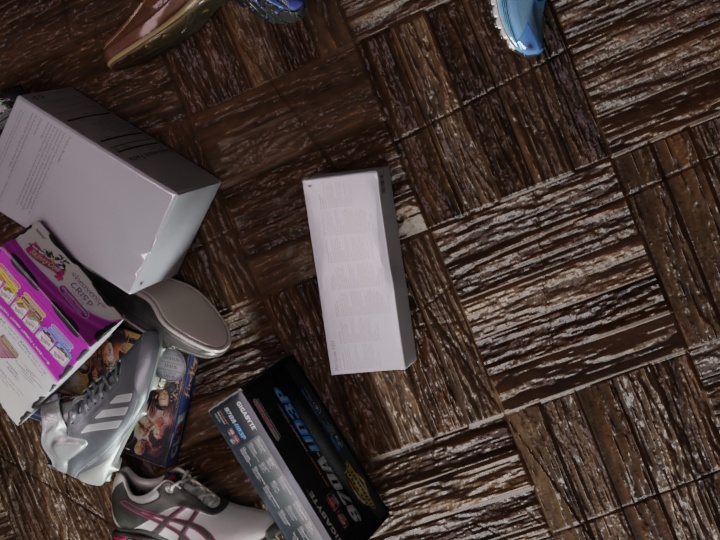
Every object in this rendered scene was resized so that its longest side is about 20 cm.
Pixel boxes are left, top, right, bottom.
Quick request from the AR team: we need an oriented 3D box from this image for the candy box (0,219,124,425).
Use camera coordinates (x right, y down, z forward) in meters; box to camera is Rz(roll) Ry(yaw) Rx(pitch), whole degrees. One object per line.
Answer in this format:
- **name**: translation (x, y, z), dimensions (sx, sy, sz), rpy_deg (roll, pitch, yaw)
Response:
- **candy box**: translation (-0.343, 0.057, 1.752), dimensions (0.137, 0.061, 0.200), rpy_deg (49, 136, 0)

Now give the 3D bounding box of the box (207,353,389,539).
- **box**: translation (-0.059, 0.195, 1.714), dimensions (0.046, 0.159, 0.201), rpy_deg (-32, 89, 20)

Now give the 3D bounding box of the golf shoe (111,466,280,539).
- **golf shoe**: translation (-0.179, 0.259, 1.806), dimensions (0.198, 0.077, 0.089), rpy_deg (-1, 107, 19)

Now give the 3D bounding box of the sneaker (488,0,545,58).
- **sneaker**: translation (0.167, -0.299, 1.585), dimensions (0.089, 0.078, 0.202), rpy_deg (3, 102, 14)

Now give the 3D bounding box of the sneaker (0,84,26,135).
- **sneaker**: translation (-0.394, -0.120, 1.795), dimensions (0.085, 0.078, 0.200), rpy_deg (49, 132, 9)

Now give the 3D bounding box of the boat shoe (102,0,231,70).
- **boat shoe**: translation (-0.184, -0.278, 1.714), dimensions (0.199, 0.072, 0.068), rpy_deg (-36, 83, 15)

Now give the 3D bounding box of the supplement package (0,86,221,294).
- **supplement package**: translation (-0.268, -0.085, 1.749), dimensions (0.199, 0.120, 0.122), rpy_deg (32, 108, 11)

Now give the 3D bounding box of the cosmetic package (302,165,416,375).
- **cosmetic package**: translation (0.000, 0.000, 1.713), dimensions (0.082, 0.051, 0.202), rpy_deg (-5, 99, 17)

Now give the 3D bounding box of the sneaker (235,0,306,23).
- **sneaker**: translation (-0.118, -0.319, 1.628), dimensions (0.078, 0.075, 0.200), rpy_deg (-41, 82, -3)

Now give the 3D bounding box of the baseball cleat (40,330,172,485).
- **baseball cleat**: translation (-0.273, 0.140, 1.766), dimensions (0.106, 0.070, 0.201), rpy_deg (19, 115, -15)

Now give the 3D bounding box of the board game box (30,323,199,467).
- **board game box**: translation (-0.278, 0.116, 1.838), dimensions (0.198, 0.035, 0.137), rpy_deg (18, 106, 15)

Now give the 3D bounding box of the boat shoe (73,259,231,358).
- **boat shoe**: translation (-0.221, 0.039, 1.794), dimensions (0.199, 0.067, 0.057), rpy_deg (34, 135, 14)
